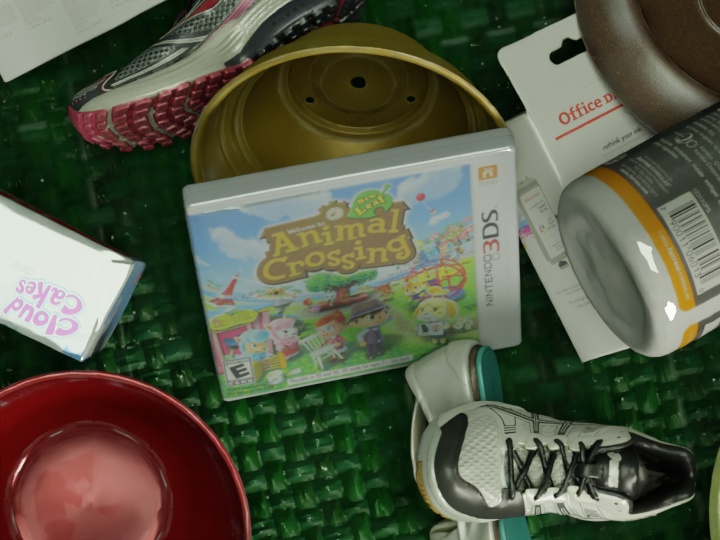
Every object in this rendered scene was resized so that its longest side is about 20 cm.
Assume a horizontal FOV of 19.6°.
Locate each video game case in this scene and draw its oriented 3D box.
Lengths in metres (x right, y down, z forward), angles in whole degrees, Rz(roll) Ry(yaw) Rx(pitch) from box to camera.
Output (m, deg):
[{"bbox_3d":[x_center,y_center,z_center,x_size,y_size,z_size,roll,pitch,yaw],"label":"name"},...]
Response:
[{"bbox_3d":[0.000,0.000,1.291,0.200,0.182,0.022,-10,47,-4],"label":"video game case"}]

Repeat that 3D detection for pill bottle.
[{"bbox_3d":[0.226,-0.042,1.227,0.200,0.116,0.117,-28,92,-14],"label":"pill bottle"}]

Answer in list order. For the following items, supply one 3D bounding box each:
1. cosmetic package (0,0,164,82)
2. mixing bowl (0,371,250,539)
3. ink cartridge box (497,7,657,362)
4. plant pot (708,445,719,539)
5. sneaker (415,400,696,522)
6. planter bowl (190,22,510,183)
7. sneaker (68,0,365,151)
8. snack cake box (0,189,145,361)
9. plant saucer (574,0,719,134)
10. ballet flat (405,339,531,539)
[{"bbox_3d":[-0.151,-0.199,1.294,0.200,0.051,0.083,-24,105,15],"label":"cosmetic package"},{"bbox_3d":[-0.169,0.152,1.286,0.200,0.108,0.201,0,96,-4],"label":"mixing bowl"},{"bbox_3d":[0.153,-0.059,1.321,0.116,0.067,0.200,-27,92,-33],"label":"ink cartridge box"},{"bbox_3d":[0.352,0.153,1.284,0.190,0.200,0.201,12,89,-39],"label":"plant pot"},{"bbox_3d":[0.125,0.117,1.284,0.200,0.088,0.076,4,82,-40],"label":"sneaker"},{"bbox_3d":[-0.003,-0.093,1.301,0.200,0.201,0.084,6,49,-4],"label":"planter bowl"},{"bbox_3d":[-0.097,-0.144,1.325,0.200,0.081,0.075,-31,74,-10],"label":"sneaker"},{"bbox_3d":[-0.195,-0.001,1.249,0.115,0.200,0.067,28,88,-3],"label":"snack cake box"},{"bbox_3d":[0.232,-0.163,1.322,0.200,0.032,0.201,8,65,-18],"label":"plant saucer"},{"bbox_3d":[0.070,0.145,1.341,0.069,0.069,0.200,-11,92,-4],"label":"ballet flat"}]
